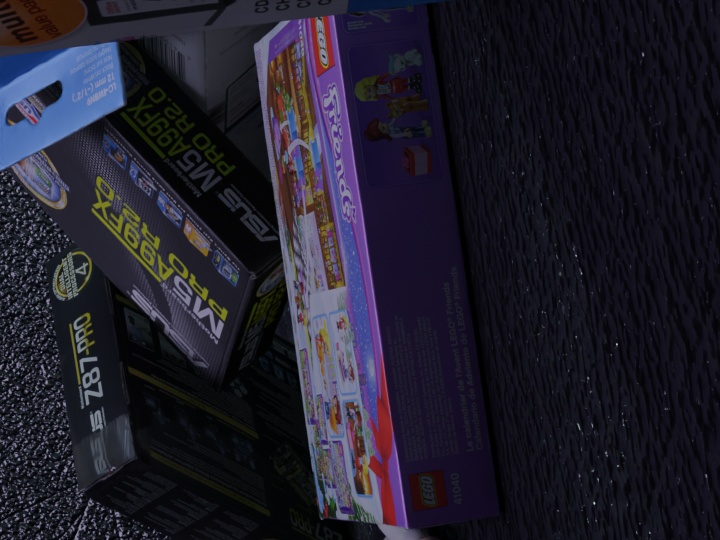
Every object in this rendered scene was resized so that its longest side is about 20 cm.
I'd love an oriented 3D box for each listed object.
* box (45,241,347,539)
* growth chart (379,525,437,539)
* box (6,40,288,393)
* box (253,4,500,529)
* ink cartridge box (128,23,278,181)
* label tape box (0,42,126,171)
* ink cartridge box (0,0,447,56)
[{"bbox_3d":[-0.091,0.084,1.254,0.200,0.049,0.162,33,-149,-46],"label":"box"},{"bbox_3d":[0.027,0.197,0.940,0.145,0.018,0.202,-136,39,-79],"label":"growth chart"},{"bbox_3d":[-0.117,-0.046,1.140,0.200,0.044,0.160,46,155,10],"label":"box"},{"bbox_3d":[0.003,-0.003,0.836,0.137,0.039,0.202,163,99,-75],"label":"box"},{"bbox_3d":[-0.102,-0.140,1.137,0.146,0.086,0.201,41,156,21],"label":"ink cartridge box"},{"bbox_3d":[-0.194,-0.154,1.043,0.143,0.066,0.202,-21,76,44],"label":"label tape box"},{"bbox_3d":[-0.067,-0.164,0.637,0.147,0.198,0.146,99,162,-66],"label":"ink cartridge box"}]
